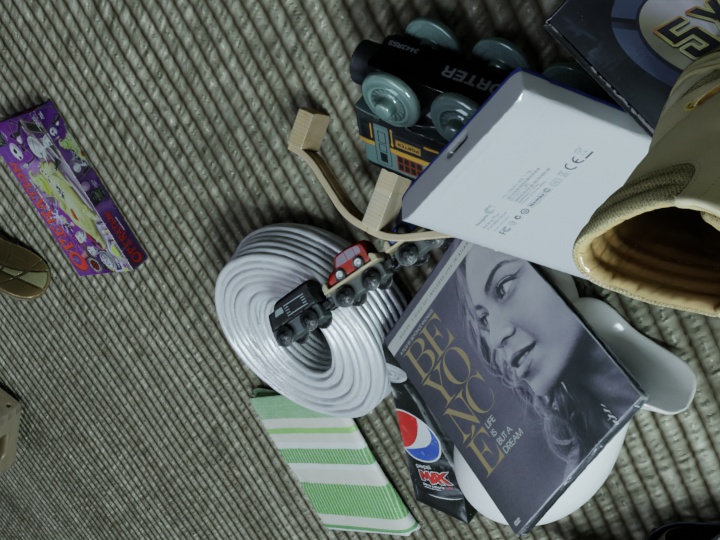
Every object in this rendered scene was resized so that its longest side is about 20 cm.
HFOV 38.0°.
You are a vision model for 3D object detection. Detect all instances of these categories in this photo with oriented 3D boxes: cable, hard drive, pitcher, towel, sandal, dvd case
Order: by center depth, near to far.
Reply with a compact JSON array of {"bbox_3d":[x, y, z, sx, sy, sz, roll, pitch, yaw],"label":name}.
[{"bbox_3d":[0.144,-0.045,0.646,0.199,0.026,0.132,16,143,-23],"label":"hard drive"},{"bbox_3d":[0.105,0.070,0.780,0.149,0.016,0.200,-56,50,28],"label":"dvd case"},{"bbox_3d":[0.140,0.097,0.826,0.172,0.121,0.200,53,136,21],"label":"pitcher"},{"bbox_3d":[-0.044,0.047,0.975,0.200,0.069,0.200,46,143,-1],"label":"cable"},{"bbox_3d":[-0.030,0.212,1.158,0.152,0.023,0.201,-9,117,46],"label":"towel"},{"bbox_3d":[-0.474,-0.022,1.325,0.199,0.081,0.054,33,163,9],"label":"sandal"}]

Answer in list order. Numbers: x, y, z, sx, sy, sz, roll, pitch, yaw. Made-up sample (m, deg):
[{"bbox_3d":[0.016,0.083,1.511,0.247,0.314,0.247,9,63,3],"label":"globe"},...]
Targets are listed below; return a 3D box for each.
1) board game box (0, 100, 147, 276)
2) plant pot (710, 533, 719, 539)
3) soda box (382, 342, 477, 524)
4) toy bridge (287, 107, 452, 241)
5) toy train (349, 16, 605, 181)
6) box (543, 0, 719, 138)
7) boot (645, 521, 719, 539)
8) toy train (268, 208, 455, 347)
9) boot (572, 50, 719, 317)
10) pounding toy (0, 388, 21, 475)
[{"bbox_3d":[-0.325,-0.085,1.154,0.120,0.032,0.201,-2,123,49],"label":"board game box"},{"bbox_3d":[0.320,0.326,0.768,0.177,0.200,0.200,35,115,-19],"label":"plant pot"},{"bbox_3d":[0.077,0.130,0.937,0.063,0.071,0.201,18,135,35],"label":"soda box"},{"bbox_3d":[0.023,-0.059,0.810,0.199,0.027,0.068,29,106,26],"label":"toy bridge"},{"bbox_3d":[0.083,-0.097,0.718,0.199,0.085,0.114,23,152,22],"label":"toy train"},{"bbox_3d":[0.222,-0.144,0.531,0.164,0.086,0.200,46,143,-1],"label":"box"},{"bbox_3d":[0.247,0.252,0.903,0.199,0.075,0.098,1,117,30],"label":"boot"},{"bbox_3d":[0.000,0.000,0.858,0.199,0.034,0.046,-34,76,25],"label":"toy train"},{"bbox_3d":[0.200,-0.049,0.439,0.199,0.155,0.073,-2,124,43],"label":"boot"},{"bbox_3d":[-0.639,0.243,1.680,0.184,0.142,0.201,33,131,14],"label":"pounding toy"}]
